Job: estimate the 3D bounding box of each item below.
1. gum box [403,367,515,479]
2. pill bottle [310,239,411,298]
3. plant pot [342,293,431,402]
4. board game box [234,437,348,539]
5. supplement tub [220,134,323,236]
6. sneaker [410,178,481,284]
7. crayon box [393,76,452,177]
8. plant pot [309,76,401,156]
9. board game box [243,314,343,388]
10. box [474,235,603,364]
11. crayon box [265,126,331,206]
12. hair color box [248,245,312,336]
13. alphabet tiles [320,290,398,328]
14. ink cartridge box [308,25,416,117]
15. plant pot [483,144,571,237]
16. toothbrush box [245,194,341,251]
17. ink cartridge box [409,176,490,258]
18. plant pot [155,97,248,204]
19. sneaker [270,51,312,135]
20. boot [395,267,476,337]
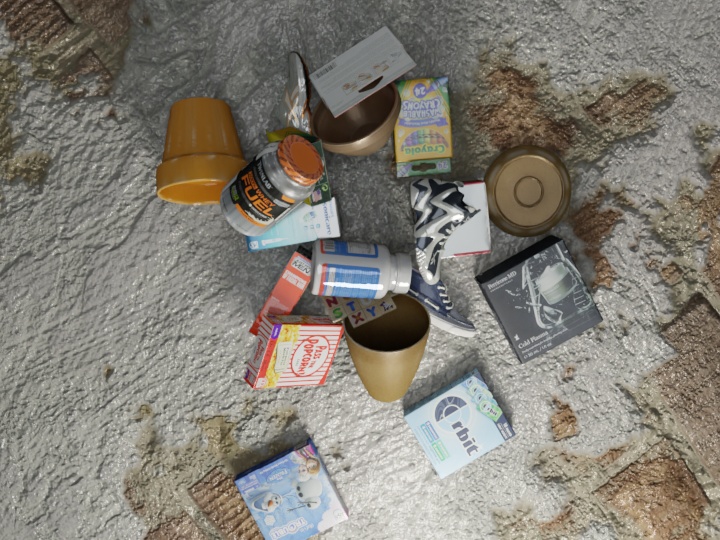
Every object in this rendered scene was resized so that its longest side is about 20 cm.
[{"bbox_3d":[0.223,0.346,1.719,0.198,0.045,0.171,-32,96,5],"label":"gum box"},{"bbox_3d":[0.000,0.000,1.546,0.197,0.112,0.114,5,98,-9],"label":"pill bottle"},{"bbox_3d":[0.057,0.179,1.631,0.183,0.188,0.202,-2,130,1],"label":"plant pot"},{"bbox_3d":[-0.157,0.520,1.747,0.198,0.043,0.201,-27,98,4],"label":"board game box"},{"bbox_3d":[-0.167,-0.161,1.436,0.199,0.123,0.123,-35,97,38],"label":"supplement tub"},{"bbox_3d":[0.168,-0.078,1.444,0.127,0.079,0.203,-6,90,12],"label":"sneaker"},{"bbox_3d":[0.131,-0.306,1.629,0.124,0.052,0.203,-5,98,1],"label":"crayon box"},{"bbox_3d":[0.001,-0.306,1.588,0.199,0.202,0.093,-29,137,5],"label":"plant pot"},{"bbox_3d":[-0.140,0.172,1.628,0.198,0.046,0.153,3,113,-44],"label":"board game box"},{"bbox_3d":[0.382,0.060,1.641,0.198,0.124,0.198,-29,94,4],"label":"box"},{"bbox_3d":[-0.129,-0.220,1.560,0.050,0.200,0.129,-20,117,-21],"label":"crayon box"},{"bbox_3d":[-0.162,0.051,1.651,0.063,0.111,0.202,30,98,-4],"label":"hair color box"},{"bbox_3d":[-0.006,0.029,1.618,0.164,0.201,0.006,-23,140,-7],"label":"alphabet tiles"},{"bbox_3d":[0.008,-0.399,1.564,0.198,0.175,0.044,-32,139,4],"label":"ink cartridge box"},{"bbox_3d":[0.365,-0.172,1.657,0.197,0.027,0.203,0,98,2],"label":"plant pot"},{"bbox_3d":[-0.140,-0.103,1.612,0.197,0.146,0.087,-8,97,3],"label":"toothbrush box"},{"bbox_3d":[0.182,-0.113,1.581,0.143,0.200,0.147,-7,100,3],"label":"ink cartridge box"},{"bbox_3d":[-0.327,-0.251,1.583,0.197,0.200,0.186,-5,82,1],"label":"plant pot"},{"bbox_3d":[-0.151,-0.361,1.616,0.090,0.076,0.203,-4,97,6],"label":"sneaker"},{"bbox_3d":[0.175,0.070,1.667,0.198,0.073,0.091,24,103,-2],"label":"boot"}]
